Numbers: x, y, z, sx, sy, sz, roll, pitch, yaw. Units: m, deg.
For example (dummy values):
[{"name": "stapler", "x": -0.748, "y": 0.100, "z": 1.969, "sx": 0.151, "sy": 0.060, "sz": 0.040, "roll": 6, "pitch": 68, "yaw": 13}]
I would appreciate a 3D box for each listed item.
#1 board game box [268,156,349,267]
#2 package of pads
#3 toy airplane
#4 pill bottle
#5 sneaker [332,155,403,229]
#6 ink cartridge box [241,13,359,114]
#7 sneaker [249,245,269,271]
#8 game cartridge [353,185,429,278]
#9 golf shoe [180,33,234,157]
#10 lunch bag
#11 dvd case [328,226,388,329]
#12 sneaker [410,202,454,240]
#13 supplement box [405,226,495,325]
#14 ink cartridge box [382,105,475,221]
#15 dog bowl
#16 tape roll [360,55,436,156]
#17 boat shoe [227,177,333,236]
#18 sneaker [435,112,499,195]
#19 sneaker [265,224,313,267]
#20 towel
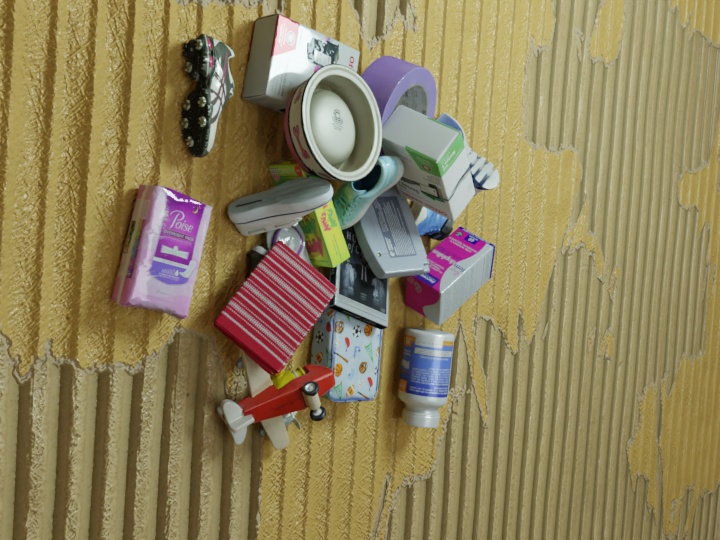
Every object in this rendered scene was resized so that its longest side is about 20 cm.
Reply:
[{"name": "board game box", "x": -0.095, "y": -0.109, "z": 1.481, "sx": 0.047, "sy": 0.101, "sz": 0.203, "roll": -32, "pitch": 115, "yaw": -35}, {"name": "package of pads", "x": -0.322, "y": -0.029, "z": 1.301, "sx": 0.119, "sy": 0.075, "sz": 0.204, "roll": 18, "pitch": 82, "yaw": -44}, {"name": "toy airplane", "x": -0.168, "y": 0.224, "z": 1.446, "sx": 0.197, "sy": 0.142, "sz": 0.201, "roll": 24, "pitch": 113, "yaw": -28}, {"name": "pill bottle", "x": 0.140, "y": 0.232, "z": 1.724, "sx": 0.111, "sy": 0.111, "sz": 0.205, "roll": 7, "pitch": 90, "yaw": -42}, {"name": "sneaker", "x": -0.012, "y": -0.149, "z": 1.491, "sx": 0.075, "sy": 0.200, "sz": 0.081, "roll": 55, "pitch": 27, "yaw": 17}, {"name": "ink cartridge box", "x": -0.105, "y": -0.360, "z": 1.458, "sx": 0.198, "sy": 0.082, "sz": 0.149, "roll": 11, "pitch": 87, "yaw": -42}, {"name": "sneaker", "x": -0.172, "y": 0.057, "z": 1.450, "sx": 0.081, "sy": 0.077, "sz": 0.204, "roll": -26, "pitch": 109, "yaw": -27}, {"name": "game cartridge", "x": 0.053, "y": -0.080, "z": 1.593, "sx": 0.131, "sy": 0.041, "sz": 0.203, "roll": -2, "pitch": 64, "yaw": -34}, {"name": "golf shoe", "x": -0.250, "y": -0.290, "z": 1.342, "sx": 0.087, "sy": 0.076, "sz": 0.205, "roll": 1, "pitch": 95, "yaw": -49}, {"name": "lunch bag", "x": -0.024, "y": 0.168, "z": 1.595, "sx": 0.158, "sy": 0.075, "sz": 0.205, "roll": 6, "pitch": 89, "yaw": -45}, {"name": "dvd case", "x": 0.000, "y": 0.000, "z": 1.580, "sx": 0.149, "sy": 0.024, "sz": 0.204, "roll": 24, "pitch": 57, "yaw": -39}, {"name": "sneaker", "x": 0.143, "y": -0.090, "z": 1.715, "sx": 0.111, "sy": 0.076, "sz": 0.201, "roll": 47, "pitch": 57, "yaw": -24}, {"name": "supplement box", "x": 0.195, "y": 0.010, "z": 1.739, "sx": 0.199, "sy": 0.100, "sz": 0.105, "roll": -40, "pitch": 145, "yaw": -32}, {"name": "ink cartridge box", "x": 0.130, "y": -0.202, "z": 1.527, "sx": 0.085, "sy": 0.145, "sz": 0.201, "roll": -52, "pitch": 149, "yaw": -15}, {"name": "dog bowl", "x": -0.052, "y": -0.252, "z": 1.397, "sx": 0.198, "sy": 0.073, "sz": 0.205, "roll": 5, "pitch": 83, "yaw": -45}, {"name": "tape roll", "x": 0.062, "y": -0.310, "z": 1.565, "sx": 0.199, "sy": 0.084, "sz": 0.203, "roll": -39, "pitch": 144, "yaw": -37}, {"name": "boat shoe", "x": -0.135, "y": -0.110, "z": 1.407, "sx": 0.074, "sy": 0.196, "sz": 0.067, "roll": -81, "pitch": 156, "yaw": -44}, {"name": "sneaker", "x": 0.205, "y": -0.236, "z": 1.759, "sx": 0.200, "sy": 0.115, "sz": 0.080, "roll": 50, "pitch": 57, "yaw": 0}, {"name": "sneaker", "x": -0.129, "y": -0.008, "z": 1.488, "sx": 0.074, "sy": 0.100, "sz": 0.203, "roll": -22, "pitch": 88, "yaw": -17}, {"name": "towel", "x": -0.146, "y": 0.064, "z": 1.386, "sx": 0.144, "sy": 0.022, "sz": 0.201, "roll": 39, "pitch": 63, "yaw": -6}]
